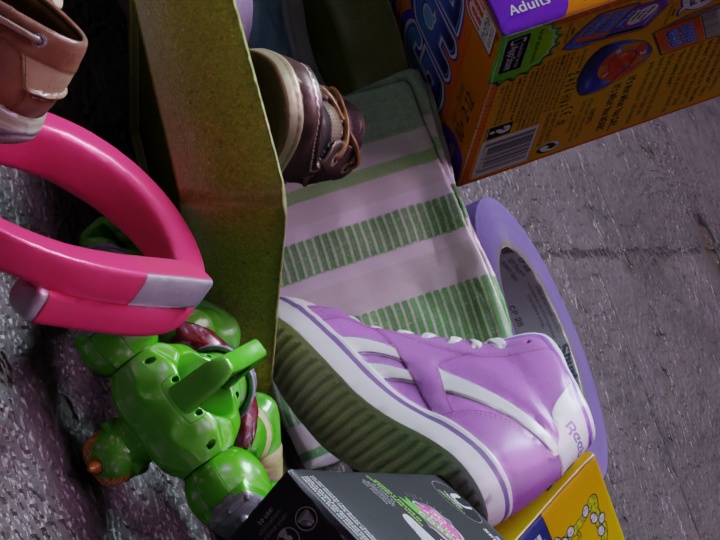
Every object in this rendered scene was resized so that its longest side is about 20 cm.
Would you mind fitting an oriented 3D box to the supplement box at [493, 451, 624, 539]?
[{"bbox_3d":[0.083,0.193,1.532,0.110,0.109,0.200,-45,131,-30],"label":"supplement box"}]

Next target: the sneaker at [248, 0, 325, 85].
[{"bbox_3d":[-0.068,-0.107,1.667,0.082,0.074,0.200,-2,68,-47],"label":"sneaker"}]

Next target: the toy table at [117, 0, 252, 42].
[{"bbox_3d":[-0.072,-0.208,1.552,0.184,0.117,0.200,44,-27,21],"label":"toy table"}]

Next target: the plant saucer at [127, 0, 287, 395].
[{"bbox_3d":[-0.086,-0.061,1.462,0.200,0.048,0.200,98,-20,-58],"label":"plant saucer"}]

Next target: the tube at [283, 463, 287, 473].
[{"bbox_3d":[-0.039,0.144,1.471,0.052,0.058,0.200,-25,87,-31],"label":"tube"}]

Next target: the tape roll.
[{"bbox_3d":[0.083,0.060,1.823,0.200,0.085,0.200,56,20,-33],"label":"tape roll"}]

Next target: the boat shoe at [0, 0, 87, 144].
[{"bbox_3d":[-0.202,-0.148,1.265,0.200,0.072,0.076,44,21,-6],"label":"boat shoe"}]

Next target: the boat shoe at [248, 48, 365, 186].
[{"bbox_3d":[-0.033,-0.078,1.495,0.200,0.072,0.072,128,-49,-76],"label":"boat shoe"}]

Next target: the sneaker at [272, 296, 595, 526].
[{"bbox_3d":[0.039,0.059,1.497,0.200,0.114,0.073,35,-35,34],"label":"sneaker"}]

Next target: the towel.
[{"bbox_3d":[0.000,0.000,1.598,0.023,0.152,0.200,138,-68,-79],"label":"towel"}]

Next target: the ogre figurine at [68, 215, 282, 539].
[{"bbox_3d":[-0.084,0.062,1.368,0.120,0.098,0.200,-14,86,-77],"label":"ogre figurine"}]

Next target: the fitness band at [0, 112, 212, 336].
[{"bbox_3d":[-0.148,-0.028,1.283,0.144,0.037,0.200,45,19,30],"label":"fitness band"}]

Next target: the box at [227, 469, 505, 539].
[{"bbox_3d":[0.000,0.187,1.322,0.124,0.149,0.200,45,12,20],"label":"box"}]

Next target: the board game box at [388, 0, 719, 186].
[{"bbox_3d":[0.118,-0.202,1.610,0.200,0.199,0.200,104,-35,-67],"label":"board game box"}]

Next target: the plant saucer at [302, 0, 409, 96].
[{"bbox_3d":[-0.015,-0.113,1.717,0.200,0.031,0.201,168,-90,-73],"label":"plant saucer"}]

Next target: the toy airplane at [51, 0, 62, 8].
[{"bbox_3d":[-0.184,-0.234,1.410,0.200,0.141,0.200,-142,-134,-73],"label":"toy airplane"}]
